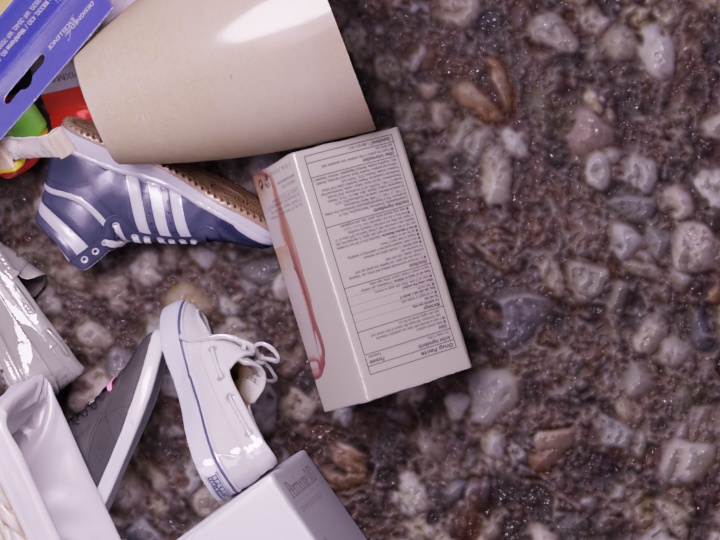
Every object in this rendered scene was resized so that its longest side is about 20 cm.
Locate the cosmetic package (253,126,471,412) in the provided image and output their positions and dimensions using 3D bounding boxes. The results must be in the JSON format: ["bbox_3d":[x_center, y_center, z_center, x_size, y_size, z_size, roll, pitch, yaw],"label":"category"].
[{"bbox_3d":[0.000,0.000,1.485,0.103,0.087,0.201,-14,86,-28],"label":"cosmetic package"}]

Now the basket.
[{"bbox_3d":[-0.273,0.203,1.456,0.123,0.136,0.201,-22,97,8],"label":"basket"}]

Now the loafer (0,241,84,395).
[{"bbox_3d":[-0.294,0.015,1.557,0.069,0.070,0.201,-24,80,-17],"label":"loafer"}]

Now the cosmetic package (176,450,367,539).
[{"bbox_3d":[-0.064,0.276,1.471,0.166,0.167,0.200,-36,87,7],"label":"cosmetic package"}]

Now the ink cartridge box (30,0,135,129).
[{"bbox_3d":[-0.196,-0.183,1.549,0.162,0.057,0.201,-13,84,7],"label":"ink cartridge box"}]

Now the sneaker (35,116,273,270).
[{"bbox_3d":[-0.169,-0.037,1.536,0.199,0.070,0.109,25,103,-1],"label":"sneaker"}]

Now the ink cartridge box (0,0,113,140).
[{"bbox_3d":[-0.303,-0.203,1.498,0.198,0.047,0.200,-46,46,15],"label":"ink cartridge box"}]

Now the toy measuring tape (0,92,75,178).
[{"bbox_3d":[-0.269,-0.114,1.512,0.199,0.073,0.074,-1,90,52],"label":"toy measuring tape"}]

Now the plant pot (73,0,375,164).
[{"bbox_3d":[-0.112,-0.160,1.457,0.199,0.187,0.188,-22,87,2],"label":"plant pot"}]

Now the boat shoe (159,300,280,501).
[{"bbox_3d":[-0.101,0.085,1.481,0.086,0.202,0.075,-26,130,5],"label":"boat shoe"}]

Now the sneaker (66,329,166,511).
[{"bbox_3d":[-0.230,0.127,1.541,0.099,0.071,0.201,25,98,2],"label":"sneaker"}]
